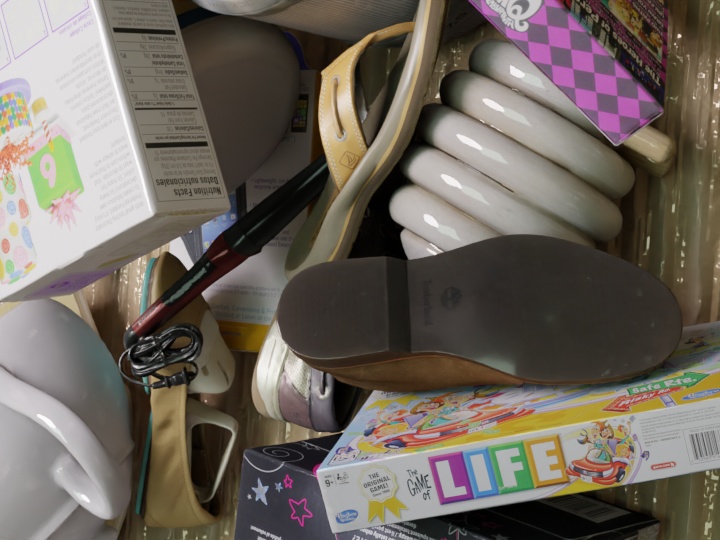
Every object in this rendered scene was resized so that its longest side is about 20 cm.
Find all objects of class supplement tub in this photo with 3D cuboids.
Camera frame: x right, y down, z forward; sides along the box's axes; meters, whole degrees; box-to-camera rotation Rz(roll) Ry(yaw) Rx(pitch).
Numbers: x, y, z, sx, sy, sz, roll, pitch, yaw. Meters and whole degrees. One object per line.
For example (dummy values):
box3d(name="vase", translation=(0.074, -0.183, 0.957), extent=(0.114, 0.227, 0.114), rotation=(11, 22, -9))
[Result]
box3d(name="supplement tub", translation=(-0.144, -0.145, 0.955), extent=(0.200, 0.144, 0.145), rotation=(49, 116, 26))

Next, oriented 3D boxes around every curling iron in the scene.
box3d(name="curling iron", translation=(-0.066, -0.006, 0.916), extent=(0.050, 0.026, 0.200), rotation=(43, 98, -1))

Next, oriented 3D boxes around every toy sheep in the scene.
box3d(name="toy sheep", translation=(0.083, -0.046, 0.841), extent=(0.137, 0.138, 0.201), rotation=(30, 89, 34))

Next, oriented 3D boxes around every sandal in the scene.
box3d(name="sandal", translation=(-0.004, -0.077, 0.840), extent=(0.054, 0.081, 0.201), rotation=(24, 116, -9))

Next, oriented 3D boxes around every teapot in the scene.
box3d(name="teapot", translation=(-0.209, 0.123, 0.988), extent=(0.146, 0.200, 0.197), rotation=(44, 108, 0))

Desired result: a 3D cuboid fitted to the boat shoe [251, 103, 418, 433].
box3d(name="boat shoe", translation=(0.000, 0.000, 0.930), extent=(0.064, 0.072, 0.202), rotation=(19, 84, 26))

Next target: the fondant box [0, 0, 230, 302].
box3d(name="fondant box", translation=(-0.160, -0.100, 0.841), extent=(0.144, 0.058, 0.202), rotation=(-24, 78, 40))

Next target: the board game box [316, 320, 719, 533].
box3d(name="board game box", translation=(0.090, 0.075, 0.788), extent=(0.198, 0.134, 0.035), rotation=(-12, 100, 16))

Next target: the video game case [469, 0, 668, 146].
box3d(name="video game case", translation=(0.073, -0.179, 0.765), extent=(0.036, 0.200, 0.182), rotation=(-37, 22, 31))

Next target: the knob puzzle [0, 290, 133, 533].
box3d(name="knob puzzle", translation=(-0.215, 0.118, 1.120), extent=(0.218, 0.030, 0.222), rotation=(9, 103, 40))

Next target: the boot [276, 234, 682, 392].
box3d(name="boot", translation=(0.063, 0.030, 0.797), extent=(0.198, 0.076, 0.074), rotation=(0, 66, 14))

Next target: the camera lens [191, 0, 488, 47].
box3d(name="camera lens", translation=(-0.013, -0.211, 0.872), extent=(0.159, 0.199, 0.162), rotation=(-1, 88, 37))

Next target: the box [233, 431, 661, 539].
box3d(name="box", translation=(0.042, 0.170, 0.862), extent=(0.199, 0.132, 0.116), rotation=(15, 101, 37))

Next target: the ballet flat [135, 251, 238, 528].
box3d(name="ballet flat", translation=(-0.106, 0.078, 0.998), extent=(0.062, 0.069, 0.202), rotation=(9, 122, 4))

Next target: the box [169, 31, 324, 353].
box3d(name="box", translation=(-0.066, -0.049, 1.010), extent=(0.118, 0.041, 0.202), rotation=(4, 89, 37))
